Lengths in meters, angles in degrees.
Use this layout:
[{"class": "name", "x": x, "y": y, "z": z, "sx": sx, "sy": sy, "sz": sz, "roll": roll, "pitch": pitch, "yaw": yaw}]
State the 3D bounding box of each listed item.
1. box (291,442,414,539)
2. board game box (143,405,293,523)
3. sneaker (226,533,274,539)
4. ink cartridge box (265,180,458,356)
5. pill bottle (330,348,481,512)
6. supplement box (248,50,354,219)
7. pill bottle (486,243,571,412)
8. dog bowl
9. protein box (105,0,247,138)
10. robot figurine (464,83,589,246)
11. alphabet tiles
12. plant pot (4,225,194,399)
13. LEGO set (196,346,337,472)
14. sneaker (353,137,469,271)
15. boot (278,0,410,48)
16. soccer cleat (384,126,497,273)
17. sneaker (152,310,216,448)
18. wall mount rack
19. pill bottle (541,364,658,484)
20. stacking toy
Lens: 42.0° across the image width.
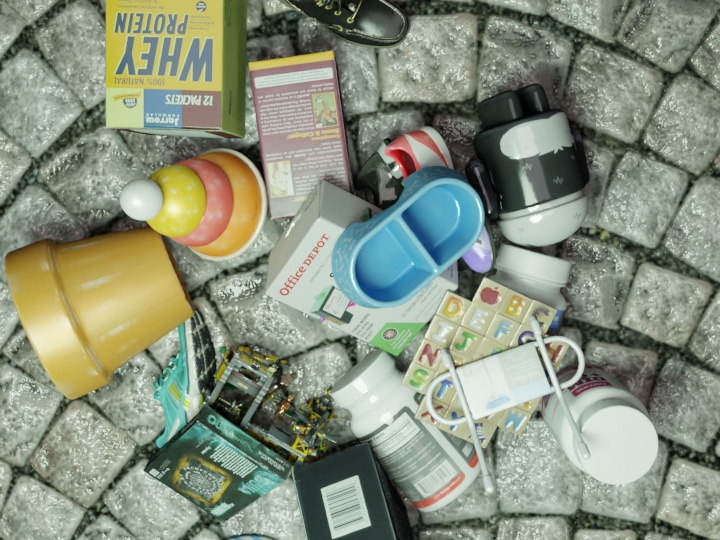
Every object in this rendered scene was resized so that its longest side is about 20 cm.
[{"class": "box", "x": 0.005, "y": 0.339, "z": 1.183, "sx": 0.107, "sy": 0.149, "sz": 0.200, "roll": -21, "pitch": 139, "yaw": 3}, {"class": "board game box", "x": -0.188, "y": 0.256, "z": 1.213, "sx": 0.135, "sy": 0.028, "sz": 0.200, "roll": 37, "pitch": 138, "yaw": -11}, {"class": "sneaker", "x": -0.109, "y": 0.417, "z": 1.277, "sx": 0.199, "sy": 0.072, "sz": 0.072, "roll": 18, "pitch": 98, "yaw": 0}, {"class": "ink cartridge box", "x": 0.000, "y": 0.000, "z": 1.176, "sx": 0.199, "sy": 0.084, "sz": 0.145, "roll": 26, "pitch": 126, "yaw": -17}, {"class": "pill bottle", "x": 0.060, "y": 0.206, "z": 1.231, "sx": 0.116, "sy": 0.116, "sz": 0.200, "roll": -39, "pitch": 94, "yaw": 4}, {"class": "supplement box", "x": -0.073, "y": -0.171, "z": 1.208, "sx": 0.110, "sy": 0.086, "sz": 0.201, "roll": -7, "pitch": 96, "yaw": 2}, {"class": "pill bottle", "x": 0.201, "y": 0.072, "z": 1.216, "sx": 0.113, "sy": 0.114, "sz": 0.201, "roll": 15, "pitch": 96, "yaw": -1}, {"class": "dog bowl", "x": 0.060, "y": -0.034, "z": 1.085, "sx": 0.200, "sy": 0.050, "sz": 0.112, "roll": -40, "pitch": 107, "yaw": -4}, {"class": "protein box", "x": -0.218, "y": -0.265, "z": 1.143, "sx": 0.134, "sy": 0.200, "sz": 0.199, "roll": 2, "pitch": 96, "yaw": 0}, {"class": "robot figurine", "x": 0.214, "y": -0.130, "z": 1.192, "sx": 0.150, "sy": 0.125, "sz": 0.201, "roll": -16, "pitch": 95, "yaw": 12}, {"class": "alphabet tiles", "x": 0.153, "y": 0.115, "z": 1.154, "sx": 0.166, "sy": 0.006, "sz": 0.201, "roll": 24, "pitch": 103, "yaw": -4}, {"class": "plant pot", "x": -0.318, "y": 0.034, "z": 1.187, "sx": 0.183, "sy": 0.200, "sz": 0.201, "roll": -23, "pitch": 95, "yaw": -8}, {"class": "LEGO set", "x": -0.107, "y": 0.156, "z": 1.206, "sx": 0.200, "sy": 0.154, "sz": 0.116, "roll": 34, "pitch": 118, "yaw": 4}, {"class": "sneaker", "x": 0.064, "y": -0.070, "z": 1.230, "sx": 0.090, "sy": 0.066, "sz": 0.200, "roll": -37, "pitch": 96, "yaw": 13}, {"class": "boot", "x": -0.031, "y": -0.340, "z": 1.157, "sx": 0.199, "sy": 0.151, "sz": 0.073, "roll": 27, "pitch": 96, "yaw": -2}, {"class": "soccer cleat", "x": 0.099, "y": -0.080, "z": 1.157, "sx": 0.073, "sy": 0.068, "sz": 0.201, "roll": -22, "pitch": 82, "yaw": -29}, {"class": "sneaker", "x": -0.240, "y": 0.152, "z": 1.252, "sx": 0.079, "sy": 0.078, "sz": 0.201, "roll": 5, "pitch": 96, "yaw": 9}, {"class": "wall mount rack", "x": 0.178, "y": 0.155, "z": 1.102, "sx": 0.199, "sy": 0.075, "sz": 0.174, "roll": -21, "pitch": 78, "yaw": 6}, {"class": "pill bottle", "x": 0.300, "y": 0.192, "z": 1.183, "sx": 0.113, "sy": 0.200, "sz": 0.114, "roll": 0, "pitch": 96, "yaw": 0}, {"class": "stacking toy", "x": -0.220, "y": -0.088, "z": 1.149, "sx": 0.146, "sy": 0.200, "sz": 0.147, "roll": -1, "pitch": 88, "yaw": 26}]
